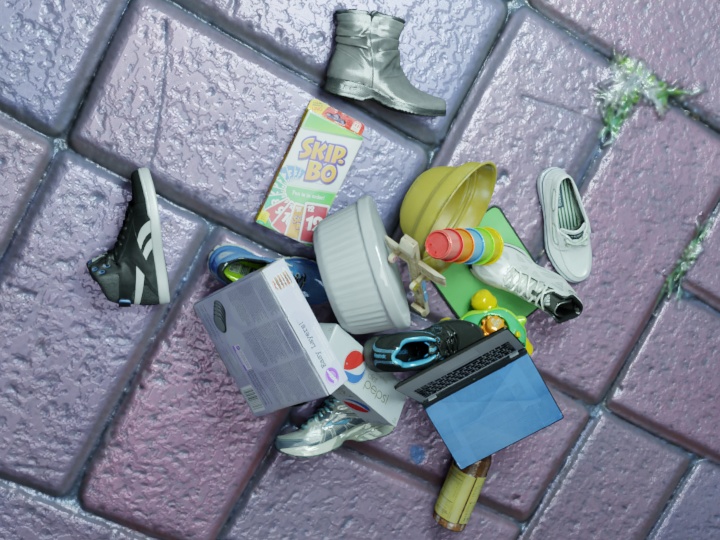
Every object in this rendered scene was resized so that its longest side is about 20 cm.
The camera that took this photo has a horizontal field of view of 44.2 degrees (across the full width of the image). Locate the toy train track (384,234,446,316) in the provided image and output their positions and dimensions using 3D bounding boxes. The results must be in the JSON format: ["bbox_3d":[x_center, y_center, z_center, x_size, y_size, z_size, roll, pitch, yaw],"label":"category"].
[{"bbox_3d":[0.074,0.017,1.290,0.033,0.114,0.201,-45,152,-16],"label":"toy train track"}]

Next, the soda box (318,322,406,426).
[{"bbox_3d":[-0.012,0.157,1.322,0.200,0.063,0.069,45,58,-39],"label":"soda box"}]

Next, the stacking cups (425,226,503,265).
[{"bbox_3d":[0.153,-0.039,1.291,0.060,0.199,0.061,-1,89,25],"label":"stacking cups"}]

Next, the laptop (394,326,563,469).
[{"bbox_3d":[0.181,0.196,1.326,0.186,0.117,0.200,-30,155,11],"label":"laptop"}]

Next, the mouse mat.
[{"bbox_3d":[0.210,0.014,1.446,0.160,0.008,0.201,-38,110,-1],"label":"mouse mat"}]

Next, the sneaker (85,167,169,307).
[{"bbox_3d":[-0.336,-0.040,1.258,0.110,0.073,0.203,-8,108,-13],"label":"sneaker"}]

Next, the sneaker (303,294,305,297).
[{"bbox_3d":[-0.103,0.110,1.314,0.070,0.080,0.202,-10,134,-11],"label":"sneaker"}]

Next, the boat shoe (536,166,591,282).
[{"bbox_3d":[0.331,-0.065,1.422,0.073,0.067,0.202,-26,110,-5],"label":"boat shoe"}]

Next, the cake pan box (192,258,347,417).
[{"bbox_3d":[-0.127,0.102,1.239,0.052,0.183,0.201,-33,95,-42],"label":"cake pan box"}]

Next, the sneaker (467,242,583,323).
[{"bbox_3d":[0.270,0.019,1.397,0.199,0.115,0.076,23,100,-19],"label":"sneaker"}]

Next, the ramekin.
[{"bbox_3d":[0.000,0.000,1.294,0.093,0.203,0.204,-18,109,7],"label":"ramekin"}]

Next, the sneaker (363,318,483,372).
[{"bbox_3d":[0.107,0.118,1.304,0.198,0.082,0.074,-11,93,-27],"label":"sneaker"}]

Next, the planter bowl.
[{"bbox_3d":[0.116,-0.092,1.330,0.083,0.200,0.202,33,97,21],"label":"planter bowl"}]

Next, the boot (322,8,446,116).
[{"bbox_3d":[0.049,-0.302,1.289,0.198,0.070,0.133,11,97,-21],"label":"boot"}]

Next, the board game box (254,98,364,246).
[{"bbox_3d":[-0.073,-0.145,1.322,0.095,0.030,0.202,24,96,-19],"label":"board game box"}]

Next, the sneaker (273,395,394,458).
[{"bbox_3d":[-0.047,0.236,1.418,0.198,0.078,0.087,-14,96,-17],"label":"sneaker"}]

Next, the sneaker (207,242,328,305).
[{"bbox_3d":[-0.128,0.018,1.318,0.198,0.089,0.079,11,103,-16],"label":"sneaker"}]

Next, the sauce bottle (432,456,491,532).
[{"bbox_3d":[0.184,0.339,1.499,0.065,0.066,0.202,19,99,-18],"label":"sauce bottle"}]

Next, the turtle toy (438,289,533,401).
[{"bbox_3d":[0.186,0.139,1.421,0.199,0.101,0.146,-38,111,11],"label":"turtle toy"}]
